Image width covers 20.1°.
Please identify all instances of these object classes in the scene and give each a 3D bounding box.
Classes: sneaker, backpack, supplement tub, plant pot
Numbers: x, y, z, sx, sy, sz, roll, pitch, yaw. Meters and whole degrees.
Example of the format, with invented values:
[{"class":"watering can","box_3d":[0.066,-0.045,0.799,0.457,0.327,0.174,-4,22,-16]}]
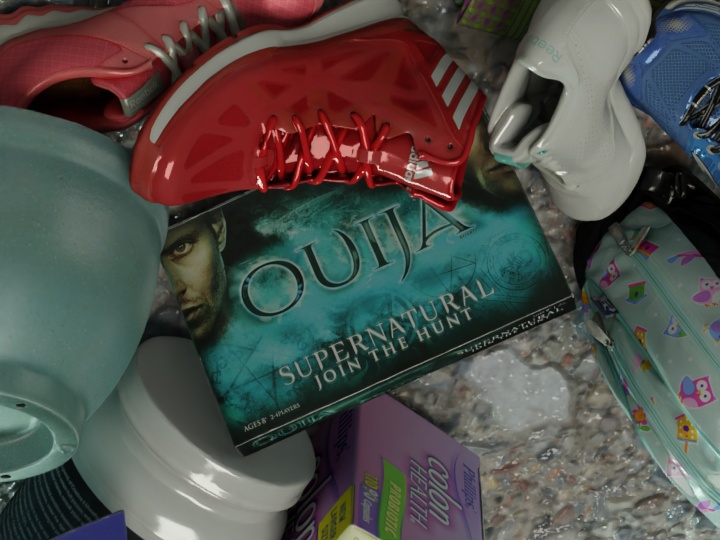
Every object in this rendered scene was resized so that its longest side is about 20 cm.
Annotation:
[{"class":"sneaker","box_3d":[-0.104,-0.106,1.032,0.199,0.087,0.074,-21,128,-1]},{"class":"backpack","box_3d":[0.209,0.052,1.160,0.167,0.200,0.127,31,111,-32]},{"class":"supplement tub","box_3d":[-0.131,0.152,1.168,0.140,0.141,0.200,25,114,-29]},{"class":"sneaker","box_3d":[-0.012,-0.068,1.015,0.200,0.115,0.079,-35,151,-34]},{"class":"sneaker","box_3d":[0.217,-0.081,1.130,0.200,0.089,0.079,31,109,-38]},{"class":"sneaker","box_3d":[0.102,-0.078,1.081,0.089,0.075,0.200,-47,155,-22]},{"class":"plant pot","box_3d":[-0.197,0.025,1.016,0.199,0.135,0.201,-1,151,-1]}]

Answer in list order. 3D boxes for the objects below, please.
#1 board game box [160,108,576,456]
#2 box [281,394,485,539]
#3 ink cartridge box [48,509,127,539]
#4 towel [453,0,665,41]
[{"class":"board game box","box_3d":[0.000,0.000,1.110,0.199,0.136,0.028,-24,160,0]},{"class":"box","box_3d":[-0.023,0.198,1.196,0.097,0.176,0.200,35,110,-13]},{"class":"ink cartridge box","box_3d":[-0.204,0.234,1.060,0.199,0.047,0.198,-16,134,-18]},{"class":"towel","box_3d":[0.145,-0.205,1.078,0.143,0.023,0.200,11,120,-23]}]
